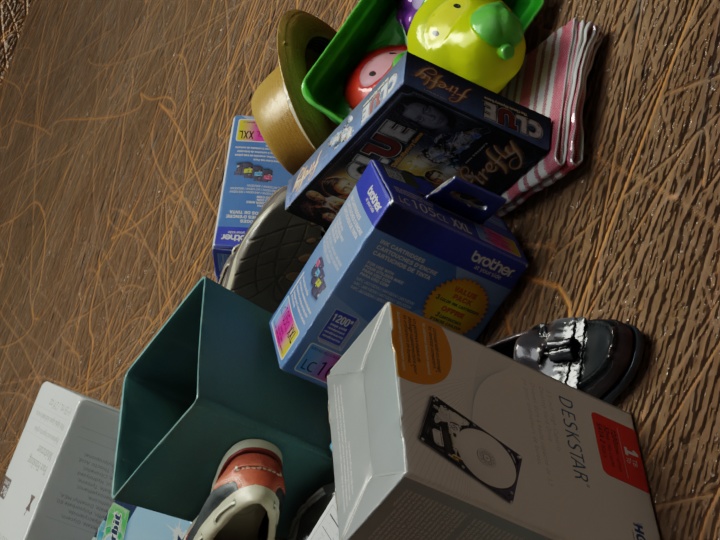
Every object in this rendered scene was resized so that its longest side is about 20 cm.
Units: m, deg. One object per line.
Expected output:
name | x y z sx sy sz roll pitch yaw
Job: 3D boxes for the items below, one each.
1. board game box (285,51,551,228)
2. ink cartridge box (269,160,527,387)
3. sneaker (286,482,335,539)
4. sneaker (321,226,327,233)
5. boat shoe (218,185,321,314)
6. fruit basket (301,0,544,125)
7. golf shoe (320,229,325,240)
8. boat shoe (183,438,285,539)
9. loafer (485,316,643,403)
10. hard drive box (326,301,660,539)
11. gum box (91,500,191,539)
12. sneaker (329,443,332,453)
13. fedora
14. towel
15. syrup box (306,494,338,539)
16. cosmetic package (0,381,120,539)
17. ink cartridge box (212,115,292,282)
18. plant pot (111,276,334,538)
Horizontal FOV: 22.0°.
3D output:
board game box | 0.043 -0.085 1.497 0.200 0.135 0.035 -44 30 48
ink cartridge box | 0.036 0.006 1.463 0.200 0.136 0.076 -58 27 19
sneaker | -0.044 0.267 1.454 0.116 0.075 0.200 -71 7 -59
sneaker | 0.000 0.000 1.607 0.075 0.106 0.201 -32 40 53
boat shoe | -0.099 0.003 1.694 0.201 0.074 0.073 -63 31 23
fruit basket | 0.063 -0.191 1.565 0.216 0.155 0.216 -56 -6 -9
golf shoe | -0.044 0.001 1.745 0.095 0.078 0.201 -46 28 39
boat shoe | -0.101 0.222 1.476 0.063 0.071 0.200 -97 20 -47
loafer | 0.120 0.075 1.323 0.200 0.063 0.072 -28 43 56
hard drive box | 0.084 0.130 1.170 0.077 0.199 0.156 -50 28 31
gum box | -0.168 0.290 1.644 0.200 0.044 0.170 48 118 34
sneaker | 0.041 0.160 1.390 0.073 0.082 0.200 -65 24 -7
fedora | -0.045 -0.148 1.737 0.082 0.201 0.201 -27 39 23
towel | 0.130 -0.108 1.537 0.200 0.030 0.147 -37 35 54
syrup box | 0.014 0.206 1.328 0.082 0.079 0.200 53 136 26
cosmetic package | -0.269 0.240 1.883 0.165 0.165 0.201 5 72 67
ink cartridge box | -0.099 -0.032 1.829 0.137 0.076 0.201 89 -172 -53
plant pot | -0.082 0.133 1.531 0.141 0.199 0.142 -48 28 34
